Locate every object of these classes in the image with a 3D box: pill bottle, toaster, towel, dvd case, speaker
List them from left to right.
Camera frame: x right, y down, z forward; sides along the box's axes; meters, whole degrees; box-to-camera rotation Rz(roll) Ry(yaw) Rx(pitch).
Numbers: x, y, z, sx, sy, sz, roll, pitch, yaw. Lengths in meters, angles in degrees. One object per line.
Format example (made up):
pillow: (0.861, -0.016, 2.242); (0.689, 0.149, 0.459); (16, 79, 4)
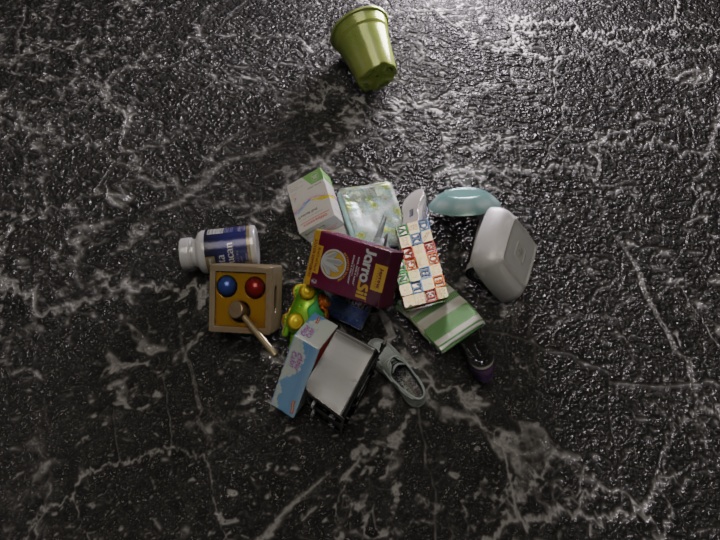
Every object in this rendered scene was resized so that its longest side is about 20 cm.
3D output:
pill bottle: (-0.364, -0.052, 1.470); (0.194, 0.112, 0.114); (-7, 62, -4)
toaster: (-0.039, 0.246, 1.282); (0.117, 0.182, 0.202); (27, 65, 9)
dvd case: (-0.022, 0.045, 1.481); (0.140, 0.018, 0.203); (23, 65, 11)
towel: (0.032, -0.149, 1.558); (0.167, 0.048, 0.204); (-10, 64, -12)
towel: (0.197, 0.107, 1.416); (0.150, 0.024, 0.200); (-30, 45, -16)
speaker: (0.338, -0.072, 1.516); (0.079, 0.082, 0.204); (15, 64, 6)

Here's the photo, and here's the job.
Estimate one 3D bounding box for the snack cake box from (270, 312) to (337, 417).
snack cake box: (-0.127, 0.213, 1.274); (0.066, 0.203, 0.115); (26, 27, 10)

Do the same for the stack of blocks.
stack of blocks: (0.138, -0.014, 1.414); (0.112, 0.059, 0.205); (-14, 81, -1)

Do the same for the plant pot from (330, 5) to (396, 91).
plant pot: (0.025, -0.678, 1.772); (0.196, 0.201, 0.188); (-17, 75, -10)

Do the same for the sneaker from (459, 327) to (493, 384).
sneaker: (0.273, 0.190, 1.391); (0.074, 0.089, 0.202); (-14, 39, 4)

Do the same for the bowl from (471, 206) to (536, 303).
bowl: (0.375, -0.041, 1.436); (0.074, 0.199, 0.203); (-4, 52, 47)

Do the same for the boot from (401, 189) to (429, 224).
boot: (0.161, -0.136, 1.558); (0.072, 0.091, 0.202); (-21, 32, 28)

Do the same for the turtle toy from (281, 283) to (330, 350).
turtle toy: (-0.134, 0.121, 1.382); (0.099, 0.145, 0.204); (22, 82, -13)

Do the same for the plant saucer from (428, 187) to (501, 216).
plant saucer: (0.280, -0.193, 1.531); (0.195, 0.040, 0.202); (-4, 22, 2)

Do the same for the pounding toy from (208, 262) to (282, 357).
pounding toy: (-0.266, 0.089, 1.354); (0.179, 0.142, 0.206); (2, 93, 6)

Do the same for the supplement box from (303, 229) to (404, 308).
supplement box: (-0.015, -0.005, 1.297); (0.196, 0.103, 0.134); (16, 96, 20)

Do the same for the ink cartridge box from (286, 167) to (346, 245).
ink cartridge box: (-0.118, -0.160, 1.535); (0.115, 0.067, 0.204); (-26, 63, 14)

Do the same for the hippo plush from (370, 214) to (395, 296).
hippo plush: (0.000, 0.000, 1.399); (0.156, 0.203, 0.161); (-6, 41, 4)

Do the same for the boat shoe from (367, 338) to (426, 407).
boat shoe: (0.089, 0.234, 1.356); (0.069, 0.072, 0.201); (-35, 69, -18)
